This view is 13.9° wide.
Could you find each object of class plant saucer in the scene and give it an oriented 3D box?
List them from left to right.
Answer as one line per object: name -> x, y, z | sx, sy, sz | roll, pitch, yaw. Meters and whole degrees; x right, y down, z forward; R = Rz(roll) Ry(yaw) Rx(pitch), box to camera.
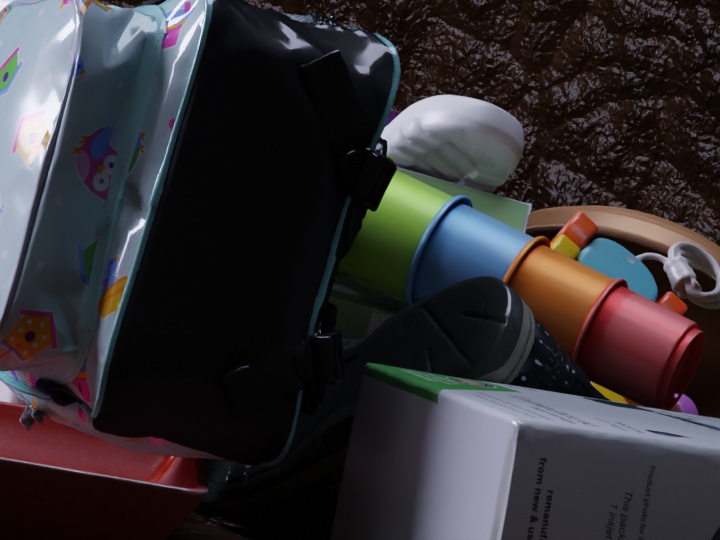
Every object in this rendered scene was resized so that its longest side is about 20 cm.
plant saucer -> -0.160, 0.073, 1.123 | 0.199, 0.037, 0.200 | 10, 2, -5
plant saucer -> 0.140, 0.033, 1.529 | 0.199, 0.038, 0.201 | 17, -36, 13

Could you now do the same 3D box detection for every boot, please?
boot -> 0.041, 0.088, 1.235 | 0.153, 0.074, 0.203 | 35, -39, -26

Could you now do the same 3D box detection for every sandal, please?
sandal -> 0.021, -0.055, 1.494 | 0.082, 0.050, 0.202 | 29, -26, -26

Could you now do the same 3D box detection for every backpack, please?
backpack -> -0.087, -0.021, 1.133 | 0.152, 0.177, 0.200 | 13, -3, -15

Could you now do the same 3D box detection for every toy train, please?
toy train -> 0.137, 0.066, 1.340 | 0.150, 0.056, 0.201 | 19, 37, -33

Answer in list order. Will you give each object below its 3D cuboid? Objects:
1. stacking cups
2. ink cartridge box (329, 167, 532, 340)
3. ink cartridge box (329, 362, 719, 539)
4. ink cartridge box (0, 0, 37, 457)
stacking cups -> 0.047, 0.002, 1.243 | 0.199, 0.061, 0.060 | 27, 9, 22
ink cartridge box -> 0.000, 0.000, 1.354 | 0.145, 0.048, 0.200 | 15, 18, 2
ink cartridge box -> 0.109, 0.096, 1.088 | 0.199, 0.084, 0.146 | 10, 2, -23
ink cartridge box -> -0.159, -0.016, 1.299 | 0.145, 0.201, 0.084 | 12, 0, 41
